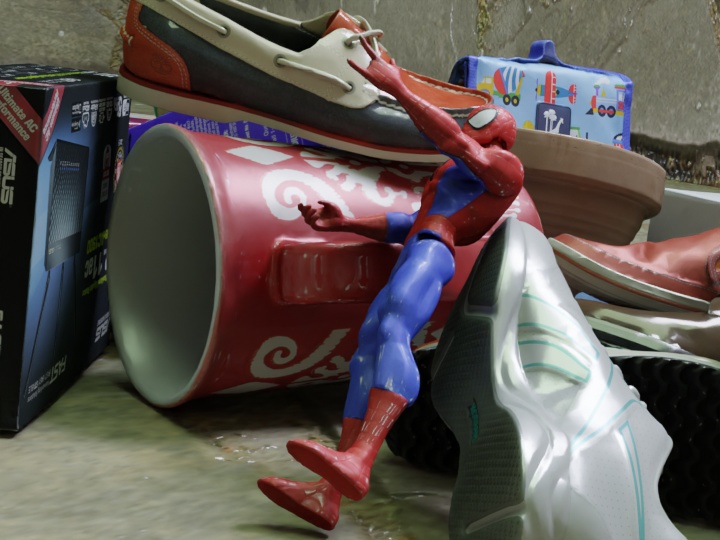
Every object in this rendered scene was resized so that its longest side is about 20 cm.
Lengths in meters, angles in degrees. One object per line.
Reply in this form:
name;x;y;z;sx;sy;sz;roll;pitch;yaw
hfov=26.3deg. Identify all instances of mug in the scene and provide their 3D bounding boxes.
mug;-0.004;0.009;0.772;0.198;0.135;0.178;0;29;-33

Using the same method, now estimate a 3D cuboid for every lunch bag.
lunch bag;0.126;-0.071;1.154;0.149;0.202;0.094;2;9;-27

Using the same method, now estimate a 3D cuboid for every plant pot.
plant pot;0.092;-0.028;0.986;0.199;0.094;0.201;7;-5;1

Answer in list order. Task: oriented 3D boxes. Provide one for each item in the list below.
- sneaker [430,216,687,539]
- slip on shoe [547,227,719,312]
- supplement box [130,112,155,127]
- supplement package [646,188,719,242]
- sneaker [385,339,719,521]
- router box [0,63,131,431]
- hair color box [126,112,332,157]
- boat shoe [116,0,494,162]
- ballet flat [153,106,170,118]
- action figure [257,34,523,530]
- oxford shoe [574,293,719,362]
sneaker;0.076;0.056;0.609;0.080;0.071;0.201;18;36;-14
slip on shoe;0.196;0.002;0.851;0.198;0.062;0.074;10;0;-3
supplement box;-0.162;-0.075;1.278;0.198;0.104;0.131;3;8;-30
supplement package;0.298;0.013;1.039;0.198;0.115;0.109;3;10;-32
sneaker;0.111;0.060;0.705;0.198;0.071;0.093;6;13;15
router box;-0.163;-0.021;0.746;0.061;0.152;0.200;8;9;2
hair color box;-0.088;-0.044;0.892;0.198;0.065;0.109;-20;-24;17
boat shoe;-0.023;-0.102;0.773;0.198;0.063;0.071;12;19;-2
ballet flat;-0.097;-0.079;0.955;0.069;0.070;0.200;6;-23;-3
action figure;0.001;-0.009;0.619;0.099;0.201;0.065;35;-33;-3
oxford shoe;0.183;0.044;0.767;0.198;0.085;0.073;15;-34;4
